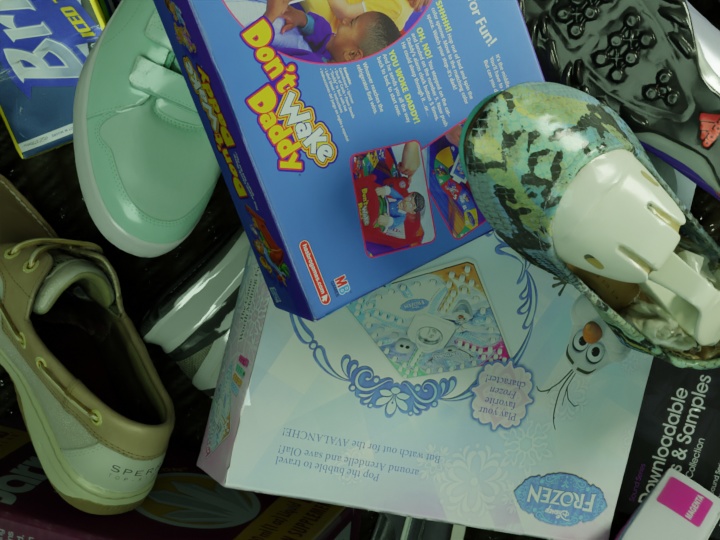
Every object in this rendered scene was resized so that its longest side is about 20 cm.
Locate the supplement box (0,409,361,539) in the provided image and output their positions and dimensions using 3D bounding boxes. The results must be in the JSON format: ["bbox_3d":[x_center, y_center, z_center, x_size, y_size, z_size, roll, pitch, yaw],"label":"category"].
[{"bbox_3d":[-0.116,0.152,0.864,0.200,0.131,0.103,12,107,16],"label":"supplement box"}]

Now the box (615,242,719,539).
[{"bbox_3d":[0.227,0.073,0.860,0.200,0.036,0.143,15,107,2],"label":"box"}]

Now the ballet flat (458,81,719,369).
[{"bbox_3d":[0.114,-0.013,0.719,0.074,0.074,0.200,-36,142,16],"label":"ballet flat"}]

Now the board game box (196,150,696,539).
[{"bbox_3d":[0.045,0.014,0.794,0.200,0.043,0.199,13,91,-25],"label":"board game box"}]

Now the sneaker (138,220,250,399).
[{"bbox_3d":[0.000,0.000,0.849,0.200,0.076,0.115,-42,100,12],"label":"sneaker"}]

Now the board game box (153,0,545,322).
[{"bbox_3d":[-0.005,-0.099,0.708,0.134,0.045,0.200,-26,106,-19],"label":"board game box"}]

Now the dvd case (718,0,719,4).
[{"bbox_3d":[0.230,-0.122,0.744,0.143,0.018,0.200,-16,138,23],"label":"dvd case"}]

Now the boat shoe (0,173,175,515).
[{"bbox_3d":[-0.144,0.019,0.840,0.200,0.074,0.066,55,129,22],"label":"boat shoe"}]

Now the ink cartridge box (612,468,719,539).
[{"bbox_3d":[0.099,0.198,0.854,0.042,0.119,0.200,34,124,11],"label":"ink cartridge box"}]

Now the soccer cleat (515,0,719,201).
[{"bbox_3d":[0.140,-0.079,0.758,0.200,0.073,0.068,37,102,-4],"label":"soccer cleat"}]

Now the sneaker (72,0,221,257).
[{"bbox_3d":[-0.065,-0.105,0.766,0.074,0.118,0.201,18,81,-27],"label":"sneaker"}]

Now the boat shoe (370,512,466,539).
[{"bbox_3d":[0.024,0.117,0.883,0.063,0.073,0.200,7,112,3],"label":"boat shoe"}]

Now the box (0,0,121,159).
[{"bbox_3d":[-0.164,-0.160,0.829,0.070,0.064,0.200,-19,102,13],"label":"box"}]
